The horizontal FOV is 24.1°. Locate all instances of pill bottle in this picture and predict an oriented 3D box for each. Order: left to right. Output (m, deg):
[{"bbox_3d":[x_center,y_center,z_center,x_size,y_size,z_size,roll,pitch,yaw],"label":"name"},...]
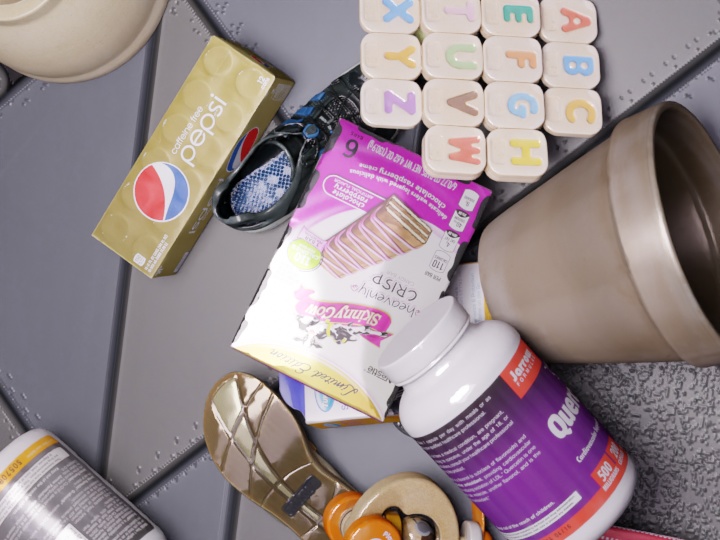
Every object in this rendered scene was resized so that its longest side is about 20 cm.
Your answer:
[{"bbox_3d":[-0.236,0.237,1.426,0.200,0.116,0.117,40,100,9],"label":"pill bottle"},{"bbox_3d":[0.107,0.117,1.261,0.112,0.113,0.200,-41,100,12],"label":"pill bottle"}]

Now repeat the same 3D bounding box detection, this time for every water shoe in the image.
[{"bbox_3d":[-0.037,-0.100,1.383,0.200,0.079,0.072,-43,83,11],"label":"water shoe"}]

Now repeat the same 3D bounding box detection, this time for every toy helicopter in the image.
[{"bbox_3d":[0.059,0.258,1.382,0.132,0.079,0.201,-21,105,-12],"label":"toy helicopter"}]

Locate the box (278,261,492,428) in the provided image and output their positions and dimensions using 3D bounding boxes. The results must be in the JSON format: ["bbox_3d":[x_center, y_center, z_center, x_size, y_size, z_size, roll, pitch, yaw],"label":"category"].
[{"bbox_3d":[0.029,0.063,1.376,0.199,0.041,0.120,-7,75,20],"label":"box"}]

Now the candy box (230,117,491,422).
[{"bbox_3d":[0.000,0.000,1.323,0.136,0.061,0.201,25,87,0],"label":"candy box"}]

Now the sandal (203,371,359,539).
[{"bbox_3d":[-0.057,0.169,1.417,0.080,0.054,0.200,-43,97,5],"label":"sandal"}]

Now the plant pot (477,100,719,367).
[{"bbox_3d":[0.193,-0.007,1.293,0.173,0.200,0.201,-20,88,30],"label":"plant pot"}]

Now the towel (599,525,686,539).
[{"bbox_3d":[0.181,0.298,1.346,0.144,0.022,0.201,11,97,0],"label":"towel"}]

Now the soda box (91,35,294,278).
[{"bbox_3d":[-0.140,-0.095,1.416,0.068,0.064,0.201,34,99,10],"label":"soda box"}]

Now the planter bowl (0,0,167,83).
[{"bbox_3d":[-0.271,-0.262,1.404,0.199,0.135,0.202,0,92,13],"label":"planter bowl"}]

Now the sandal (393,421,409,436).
[{"bbox_3d":[0.121,0.128,1.377,0.199,0.048,0.076,20,92,25],"label":"sandal"}]

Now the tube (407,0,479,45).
[{"bbox_3d":[0.020,-0.258,1.380,0.201,0.058,0.052,55,136,9],"label":"tube"}]

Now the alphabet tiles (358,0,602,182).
[{"bbox_3d":[0.096,-0.166,1.329,0.194,0.015,0.201,3,70,-9],"label":"alphabet tiles"}]
